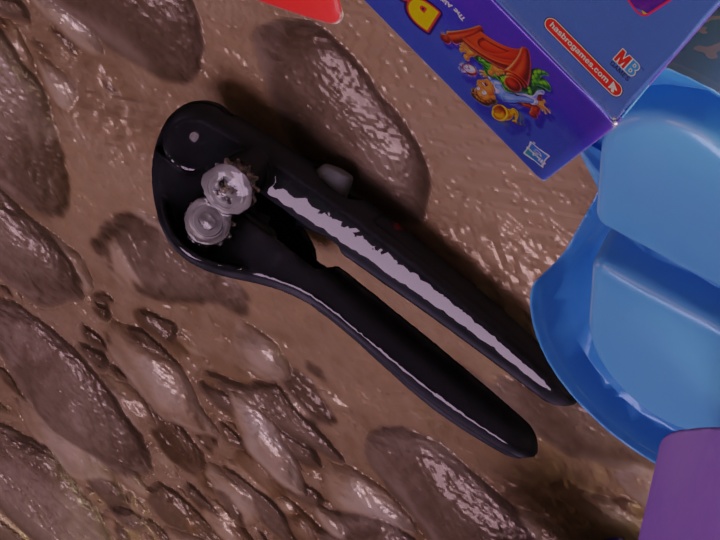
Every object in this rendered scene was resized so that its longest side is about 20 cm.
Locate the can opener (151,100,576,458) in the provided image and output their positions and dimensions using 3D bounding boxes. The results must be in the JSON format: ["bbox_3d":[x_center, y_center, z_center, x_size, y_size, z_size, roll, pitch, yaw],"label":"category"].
[{"bbox_3d":[0.000,0.000,1.056,0.200,0.079,0.063,33,110,12],"label":"can opener"}]

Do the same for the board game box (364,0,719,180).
[{"bbox_3d":[0.029,-0.143,0.750,0.200,0.134,0.045,45,150,-3],"label":"board game box"}]

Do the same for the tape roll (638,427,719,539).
[{"bbox_3d":[0.183,0.116,0.848,0.200,0.085,0.200,14,170,2],"label":"tape roll"}]

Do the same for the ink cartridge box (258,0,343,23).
[{"bbox_3d":[-0.075,-0.170,0.907,0.200,0.067,0.116,23,145,31],"label":"ink cartridge box"}]

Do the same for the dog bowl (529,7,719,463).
[{"bbox_3d":[0.118,-0.009,0.898,0.111,0.050,0.200,29,148,23],"label":"dog bowl"}]

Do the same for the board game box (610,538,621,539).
[{"bbox_3d":[0.089,0.194,1.176,0.134,0.045,0.200,49,149,-9],"label":"board game box"}]
